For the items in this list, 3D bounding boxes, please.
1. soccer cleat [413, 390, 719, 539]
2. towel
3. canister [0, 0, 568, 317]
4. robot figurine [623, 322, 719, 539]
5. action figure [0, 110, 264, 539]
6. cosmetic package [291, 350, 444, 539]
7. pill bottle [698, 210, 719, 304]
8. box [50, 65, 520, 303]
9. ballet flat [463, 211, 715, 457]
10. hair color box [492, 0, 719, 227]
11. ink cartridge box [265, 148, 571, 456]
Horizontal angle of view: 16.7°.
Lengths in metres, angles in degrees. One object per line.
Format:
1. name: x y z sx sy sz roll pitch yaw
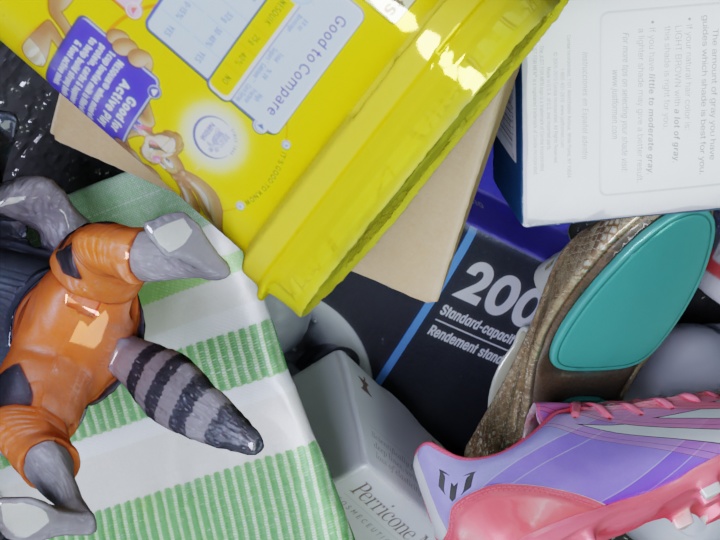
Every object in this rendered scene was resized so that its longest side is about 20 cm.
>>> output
1. soccer cleat: 0.112 0.077 1.035 0.200 0.077 0.067 -20 160 -34
2. towel: -0.089 0.065 0.986 0.152 0.023 0.200 -19 94 25
3. canister: -0.049 -0.104 0.830 0.200 0.087 0.149 41 121 3
4. robot figurine: 0.193 0.083 1.177 0.200 0.113 0.170 3 149 -28
5. action figure: -0.114 0.051 0.892 0.104 0.193 0.200 15 94 -20
6. cosmetic package: -0.058 0.131 1.072 0.200 0.074 0.102 -32 133 16
7. pill bottle: 0.232 -0.071 1.110 0.114 0.114 0.200 12 110 -31
8. box: -0.016 -0.104 0.879 0.163 0.021 0.200 24 120 11
9. ballet flat: 0.091 0.033 1.072 0.070 0.065 0.200 5 124 -32
10. hair color box: 0.155 -0.081 0.986 0.200 0.061 0.100 -5 113 -8
11. ink cartridge box: 0.000 0.000 1.082 0.198 0.043 0.200 24 103 -33
